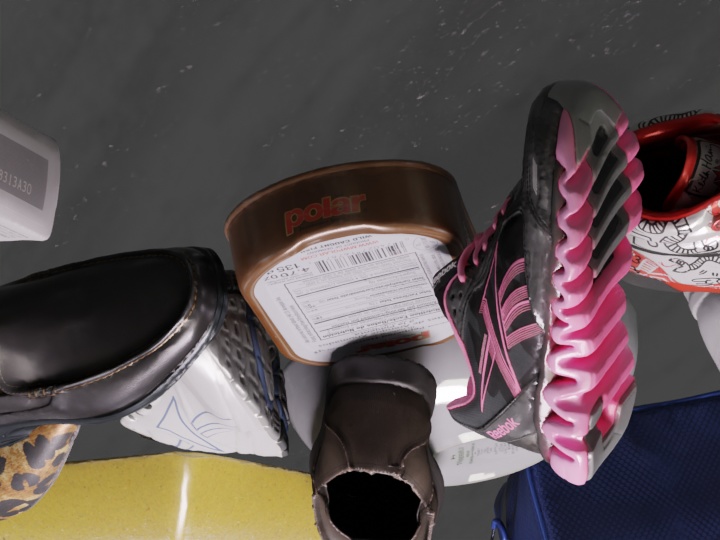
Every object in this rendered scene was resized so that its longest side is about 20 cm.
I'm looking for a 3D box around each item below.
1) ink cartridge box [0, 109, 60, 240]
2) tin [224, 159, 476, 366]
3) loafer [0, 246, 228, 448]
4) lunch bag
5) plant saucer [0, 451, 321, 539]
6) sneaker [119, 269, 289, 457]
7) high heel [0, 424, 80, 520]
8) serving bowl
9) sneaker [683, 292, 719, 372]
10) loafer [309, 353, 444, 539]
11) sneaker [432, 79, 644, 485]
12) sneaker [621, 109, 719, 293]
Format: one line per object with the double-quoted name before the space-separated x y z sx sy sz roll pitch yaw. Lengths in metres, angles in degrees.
"ink cartridge box" -0.242 -0.048 1.163 0.199 0.050 0.161 0 167 25
"tin" 0.000 0.000 1.421 0.111 0.042 0.200 -10 161 7
"loafer" -0.150 0.036 1.384 0.200 0.073 0.072 -25 152 31
"lunch bag" 0.173 0.164 1.822 0.199 0.136 0.132 -8 160 -9
"plant saucer" -0.115 0.141 1.652 0.199 0.049 0.200 -7 167 33
"sneaker" -0.084 0.057 1.480 0.087 0.075 0.200 -7 160 1
"high heel" -0.238 0.096 1.487 0.142 0.072 0.200 -3 169 -40
"serving bowl" 0.059 0.072 1.611 0.199 0.066 0.200 -11 161 -4
"sneaker" 0.240 0.001 1.482 0.075 0.089 0.200 0 152 -28
"loafer" 0.003 0.117 1.538 0.073 0.072 0.200 5 150 7
"sneaker" 0.073 0.002 1.336 0.095 0.201 0.079 17 -145 26
"sneaker" 0.203 -0.024 1.367 0.200 0.068 0.108 5 161 11
